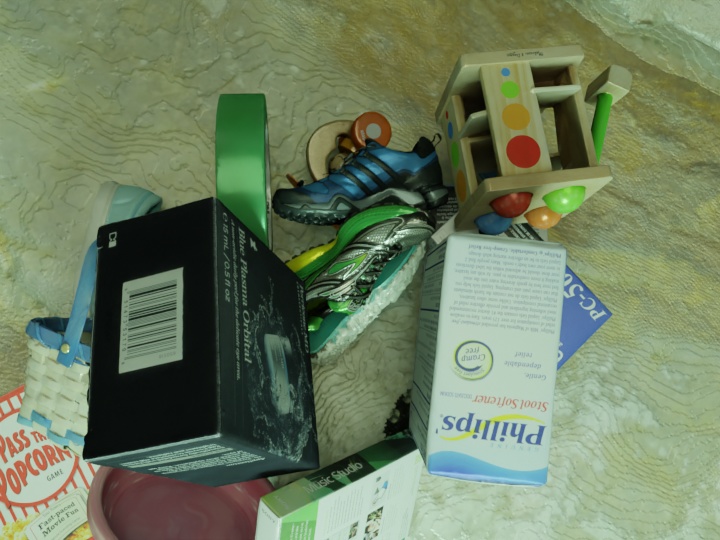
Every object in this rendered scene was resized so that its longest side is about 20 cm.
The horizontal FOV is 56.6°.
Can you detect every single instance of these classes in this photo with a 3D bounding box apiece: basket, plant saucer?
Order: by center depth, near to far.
[{"bbox_3d":[-0.234,0.069,0.665,0.138,0.176,0.201,14,91,16],"label":"basket"},{"bbox_3d":[-0.176,0.252,0.678,0.200,0.201,0.051,23,109,-1],"label":"plant saucer"}]

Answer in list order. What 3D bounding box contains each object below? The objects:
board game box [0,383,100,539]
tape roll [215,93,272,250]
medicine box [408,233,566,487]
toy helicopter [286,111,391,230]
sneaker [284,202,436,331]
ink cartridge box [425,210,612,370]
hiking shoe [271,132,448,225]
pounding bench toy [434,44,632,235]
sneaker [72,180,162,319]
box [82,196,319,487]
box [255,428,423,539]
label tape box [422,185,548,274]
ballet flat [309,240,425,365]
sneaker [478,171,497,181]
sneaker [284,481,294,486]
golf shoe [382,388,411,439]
[{"bbox_3d":[-0.340,0.224,0.728,0.151,0.046,0.201,-29,84,-10],"label":"board game box"},{"bbox_3d":[-0.122,-0.087,0.721,0.048,0.200,0.202,-1,81,-5],"label":"tape roll"},{"bbox_3d":[0.110,0.076,0.628,0.102,0.182,0.201,5,87,0],"label":"medicine box"},{"bbox_3d":[-0.005,-0.080,0.798,0.132,0.079,0.201,-27,96,-15],"label":"toy helicopter"},{"bbox_3d":[0.000,0.000,0.716,0.200,0.078,0.085,-34,57,22],"label":"sneaker"},{"bbox_3d":[0.175,0.008,0.748,0.094,0.044,0.200,-43,88,-8],"label":"ink cartridge box"},{"bbox_3d":[-0.003,-0.099,0.740,0.199,0.074,0.087,-8,88,-16],"label":"hiking shoe"},{"bbox_3d":[0.196,-0.127,0.686,0.199,0.124,0.157,-7,77,-8],"label":"pounding bench toy"},{"bbox_3d":[-0.269,-0.003,0.759,0.081,0.074,0.201,7,82,-2],"label":"sneaker"},{"bbox_3d":[-0.129,0.074,0.591,0.117,0.200,0.198,-13,65,13],"label":"box"},{"bbox_3d":[-0.019,0.255,0.665,0.199,0.036,0.145,-12,118,-45],"label":"box"},{"bbox_3d":[0.150,0.000,0.801,0.142,0.066,0.201,-1,79,-5],"label":"label tape box"},{"bbox_3d":[0.005,0.031,0.775,0.072,0.072,0.200,44,91,3],"label":"ballet flat"},{"bbox_3d":[0.167,-0.164,0.789,0.074,0.082,0.200,-16,59,-23],"label":"sneaker"},{"bbox_3d":[-0.050,0.333,0.734,0.084,0.074,0.201,0,74,-30],"label":"sneaker"},{"bbox_3d":[0.099,0.153,0.765,0.088,0.077,0.201,29,95,-29],"label":"golf shoe"}]
